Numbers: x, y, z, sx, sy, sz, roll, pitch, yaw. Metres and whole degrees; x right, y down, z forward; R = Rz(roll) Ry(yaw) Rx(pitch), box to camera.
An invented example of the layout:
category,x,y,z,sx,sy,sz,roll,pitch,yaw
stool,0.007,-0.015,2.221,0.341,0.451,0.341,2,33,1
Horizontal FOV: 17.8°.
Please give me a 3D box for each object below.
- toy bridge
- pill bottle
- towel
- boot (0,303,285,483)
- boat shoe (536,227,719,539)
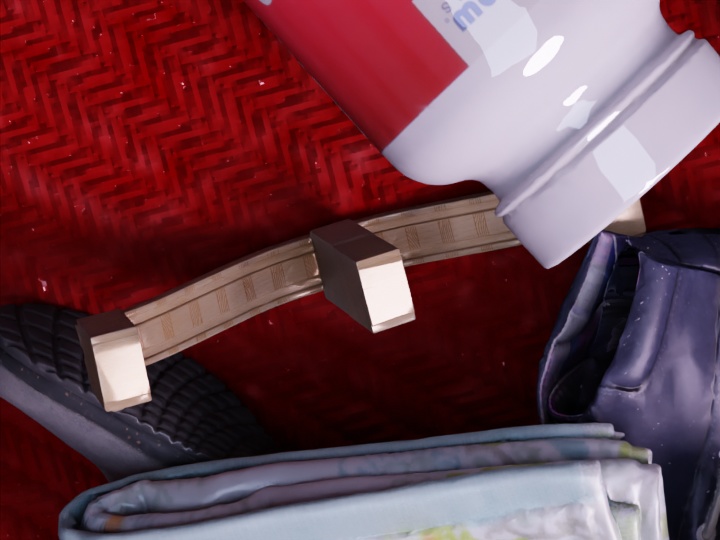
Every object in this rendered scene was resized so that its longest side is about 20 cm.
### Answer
category,x,y,z,sx,sy,sz,roll,pitch,yaw
toy bridge,0.000,0.000,0.781,0.198,0.067,0.027,-18,104,-13
pill bottle,0.022,-0.102,0.719,0.112,0.112,0.200,-43,90,12
towel,0.013,0.139,0.764,0.198,0.048,0.173,-7,115,15
boot,-0.070,0.110,0.819,0.199,0.070,0.132,32,109,-1
boat shoe,0.092,0.077,0.782,0.092,0.075,0.202,11,101,-29
